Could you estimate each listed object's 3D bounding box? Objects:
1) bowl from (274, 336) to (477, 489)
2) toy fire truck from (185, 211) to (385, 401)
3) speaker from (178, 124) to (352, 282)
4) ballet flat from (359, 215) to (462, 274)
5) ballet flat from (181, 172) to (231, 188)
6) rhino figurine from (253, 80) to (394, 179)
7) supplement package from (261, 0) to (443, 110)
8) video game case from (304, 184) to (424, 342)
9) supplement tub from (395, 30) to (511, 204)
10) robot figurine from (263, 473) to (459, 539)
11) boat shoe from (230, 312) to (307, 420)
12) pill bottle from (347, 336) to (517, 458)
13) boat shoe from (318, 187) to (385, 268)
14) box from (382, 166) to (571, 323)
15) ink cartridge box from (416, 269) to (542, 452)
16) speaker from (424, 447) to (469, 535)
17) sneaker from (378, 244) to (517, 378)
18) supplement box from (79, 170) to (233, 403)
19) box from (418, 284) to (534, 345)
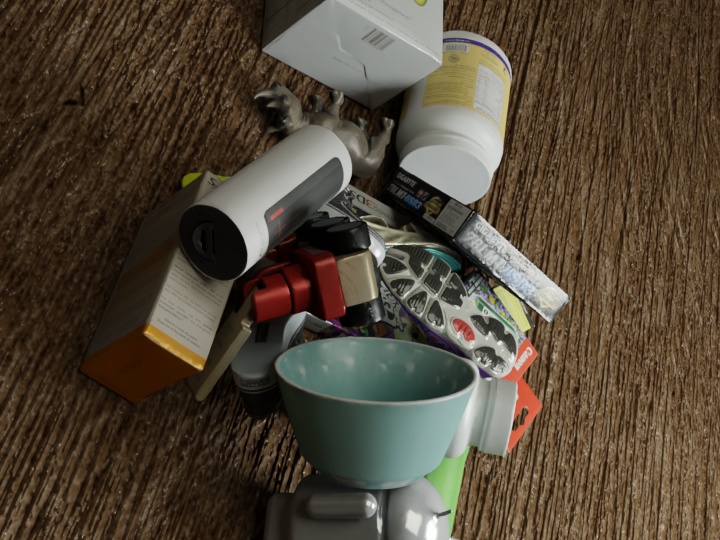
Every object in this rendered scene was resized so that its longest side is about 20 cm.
[{"bbox_3d":[0.013,0.144,1.106,0.200,0.200,0.106,-12,109,-46],"label":"bowl"},{"bbox_3d":[-0.093,0.031,1.115,0.198,0.176,0.130,-16,103,-19],"label":"toy fire truck"},{"bbox_3d":[-0.090,-0.069,1.095,0.082,0.081,0.200,56,41,-8],"label":"speaker"},{"bbox_3d":[0.046,-0.035,1.355,0.199,0.067,0.063,11,54,-41],"label":"ballet flat"},{"bbox_3d":[-0.103,-0.059,1.238,0.199,0.067,0.067,37,38,-6],"label":"ballet flat"},{"bbox_3d":[-0.047,-0.177,1.386,0.199,0.060,0.088,22,67,-32],"label":"rhino figurine"},{"bbox_3d":[-0.006,-0.356,1.448,0.190,0.147,0.202,23,57,-35],"label":"supplement package"},{"bbox_3d":[0.000,0.000,1.366,0.180,0.036,0.202,27,54,-32],"label":"video game case"},{"bbox_3d":[0.124,-0.203,1.505,0.145,0.145,0.202,33,51,-29],"label":"supplement tub"},{"bbox_3d":[0.003,0.260,1.127,0.170,0.198,0.114,56,33,-58],"label":"robot figurine"},{"bbox_3d":[-0.093,0.084,1.201,0.200,0.073,0.069,-89,174,-61],"label":"boat shoe"},{"bbox_3d":[0.068,0.144,1.239,0.198,0.111,0.112,11,54,6],"label":"pill bottle"},{"bbox_3d":[-0.042,-0.077,1.274,0.066,0.199,0.070,-48,152,-21],"label":"boat shoe"},{"bbox_3d":[0.144,-0.035,1.416,0.200,0.198,0.050,37,93,-32],"label":"box"},{"bbox_3d":[0.164,0.111,1.387,0.201,0.050,0.109,54,44,-6],"label":"ink cartridge box"},{"bbox_3d":[0.072,0.255,1.280,0.088,0.088,0.201,37,49,-26],"label":"speaker"},{"bbox_3d":[0.087,0.058,1.281,0.200,0.083,0.081,46,54,-12],"label":"sneaker"},{"bbox_3d":[-0.186,0.017,1.109,0.073,0.126,0.201,35,50,-26],"label":"supplement box"},{"bbox_3d":[0.146,0.075,1.464,0.199,0.050,0.076,-23,87,-48],"label":"box"}]
